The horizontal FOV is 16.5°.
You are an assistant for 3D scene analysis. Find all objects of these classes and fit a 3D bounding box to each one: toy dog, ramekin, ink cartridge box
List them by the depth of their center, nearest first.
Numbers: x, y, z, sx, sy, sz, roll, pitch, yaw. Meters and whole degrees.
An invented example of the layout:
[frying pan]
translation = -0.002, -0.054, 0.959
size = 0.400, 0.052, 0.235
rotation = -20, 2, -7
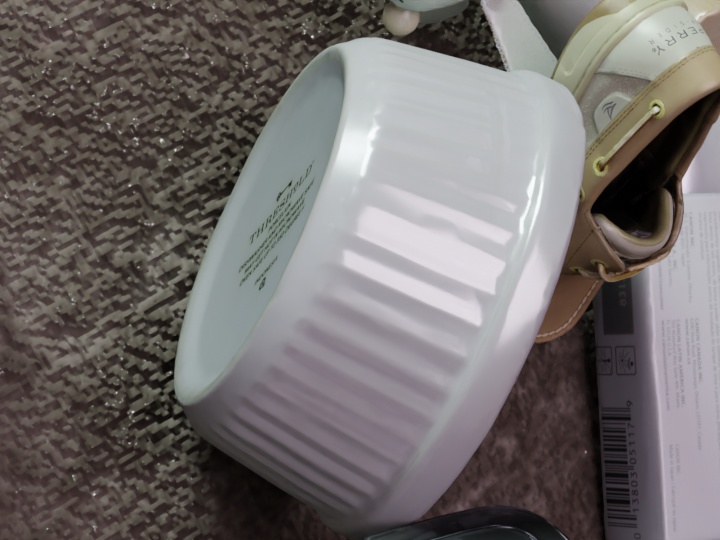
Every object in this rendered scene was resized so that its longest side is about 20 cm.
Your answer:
[ramekin]
translation = 0.000, 0.000, 0.993
size = 0.094, 0.202, 0.203
rotation = 23, 71, -15
[toy dog]
translation = 0.076, -0.108, 1.111
size = 0.200, 0.132, 0.096
rotation = 14, 114, -25
[ink cartridge box]
translation = 0.202, 0.044, 1.188
size = 0.200, 0.057, 0.163
rotation = -2, 88, -37

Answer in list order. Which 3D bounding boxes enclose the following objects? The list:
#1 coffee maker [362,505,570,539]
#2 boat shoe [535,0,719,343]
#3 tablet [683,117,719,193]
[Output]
[coffee maker]
translation = 0.043, 0.194, 0.975
size = 0.135, 0.200, 0.192
rotation = 33, 45, 25
[boat shoe]
translation = 0.103, -0.030, 1.059
size = 0.074, 0.200, 0.066
rotation = -24, 58, -31
[tablet]
translation = 0.200, -0.119, 1.233
size = 0.130, 0.014, 0.200
rotation = 5, 81, -31
